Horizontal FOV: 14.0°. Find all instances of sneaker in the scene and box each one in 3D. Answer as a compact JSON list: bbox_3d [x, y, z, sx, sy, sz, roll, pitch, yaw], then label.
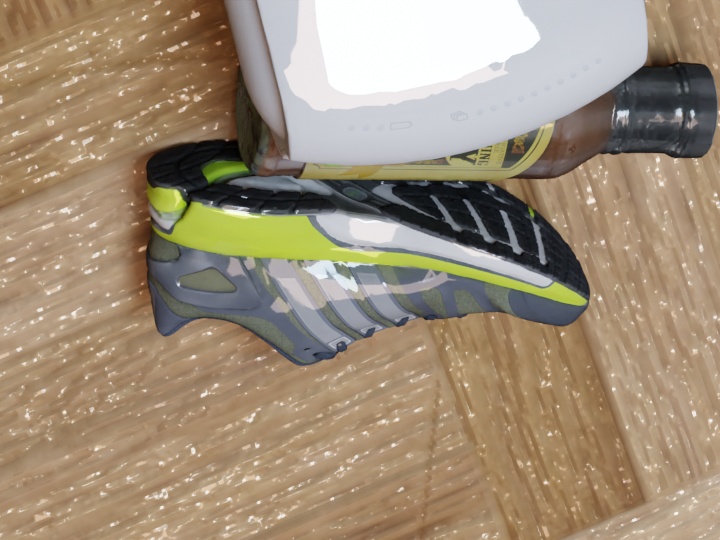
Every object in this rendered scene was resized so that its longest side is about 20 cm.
[{"bbox_3d":[0.000,0.000,1.252,0.199,0.074,0.081,10,120,-9],"label":"sneaker"}]

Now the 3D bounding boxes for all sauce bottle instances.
[{"bbox_3d":[0.050,-0.070,1.226,0.199,0.065,0.065,-2,116,-13],"label":"sauce bottle"}]

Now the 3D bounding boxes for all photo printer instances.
[{"bbox_3d":[0.020,-0.145,1.144,0.166,0.069,0.201,-15,98,-10],"label":"photo printer"}]
